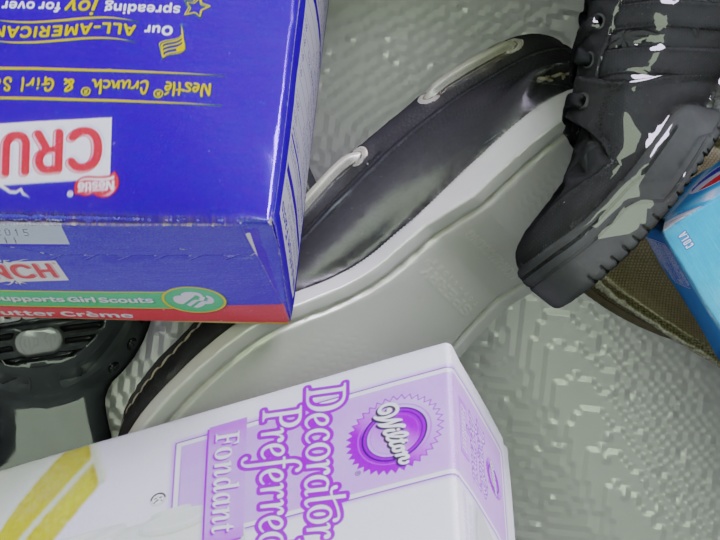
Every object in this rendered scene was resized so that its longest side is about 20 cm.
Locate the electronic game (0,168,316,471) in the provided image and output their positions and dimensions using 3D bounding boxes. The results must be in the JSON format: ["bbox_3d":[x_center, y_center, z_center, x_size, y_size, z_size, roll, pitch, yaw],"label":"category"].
[{"bbox_3d":[-0.107,0.006,0.832,0.200,0.042,0.200,0,85,-5],"label":"electronic game"}]

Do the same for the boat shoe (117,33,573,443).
[{"bbox_3d":[0.000,0.000,0.802,0.200,0.060,0.074,-41,133,4],"label":"boat shoe"}]

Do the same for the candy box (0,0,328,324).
[{"bbox_3d":[-0.095,-0.087,0.779,0.169,0.077,0.200,2,63,7],"label":"candy box"}]

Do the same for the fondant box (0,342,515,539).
[{"bbox_3d":[-0.054,0.114,0.728,0.200,0.058,0.144,-16,43,14],"label":"fondant box"}]

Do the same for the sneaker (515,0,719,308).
[{"bbox_3d":[0.082,-0.095,0.742,0.104,0.060,0.200,39,81,-2],"label":"sneaker"}]

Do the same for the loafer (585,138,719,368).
[{"bbox_3d":[0.142,0.004,0.835,0.200,0.067,0.076,30,84,-1],"label":"loafer"}]

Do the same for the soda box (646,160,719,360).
[{"bbox_3d":[0.166,0.052,0.771,0.068,0.064,0.200,-32,95,1],"label":"soda box"}]
